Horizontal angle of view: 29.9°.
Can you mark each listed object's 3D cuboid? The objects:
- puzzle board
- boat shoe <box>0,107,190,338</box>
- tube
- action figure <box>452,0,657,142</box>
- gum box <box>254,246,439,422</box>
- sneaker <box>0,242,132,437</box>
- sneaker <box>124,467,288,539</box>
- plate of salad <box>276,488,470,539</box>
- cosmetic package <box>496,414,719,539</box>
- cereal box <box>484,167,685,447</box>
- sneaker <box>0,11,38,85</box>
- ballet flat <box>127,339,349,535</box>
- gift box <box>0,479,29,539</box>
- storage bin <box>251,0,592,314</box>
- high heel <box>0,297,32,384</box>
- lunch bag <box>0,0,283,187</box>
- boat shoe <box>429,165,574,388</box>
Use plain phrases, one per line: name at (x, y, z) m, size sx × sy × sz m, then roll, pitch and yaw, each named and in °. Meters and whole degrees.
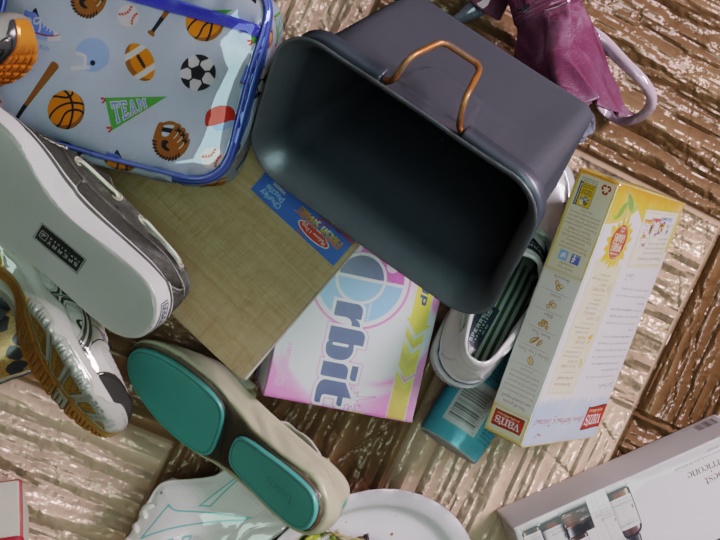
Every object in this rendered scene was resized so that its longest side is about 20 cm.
puzzle board at (-0.105, -0.045, 0.950) m, size 0.200 × 0.017 × 0.151 m, roll 42°, pitch 94°, yaw 9°
boat shoe at (-0.195, -0.041, 0.877) m, size 0.200 × 0.064 × 0.071 m, roll 46°, pitch 121°, yaw -3°
tube at (0.121, 0.052, 1.039) m, size 0.077 × 0.050 × 0.200 m, roll 38°, pitch 81°, yaw -22°
action figure at (0.139, -0.192, 0.963) m, size 0.148 × 0.134 × 0.201 m, roll -15°, pitch 91°, yaw -26°
gum box at (0.000, 0.000, 0.994) m, size 0.113 × 0.066 × 0.201 m, roll 11°, pitch 96°, yaw -12°
sneaker at (-0.198, 0.014, 0.919) m, size 0.088 × 0.076 × 0.200 m, roll -29°, pitch 85°, yaw -34°
sneaker at (-0.145, 0.203, 0.997) m, size 0.200 × 0.070 × 0.080 m, roll -31°, pitch 87°, yaw -19°
plate of salad at (0.005, 0.262, 1.027) m, size 0.199 × 0.048 × 0.201 m, roll -7°, pitch 110°, yaw -21°
cosmetic package at (0.218, 0.195, 1.076) m, size 0.199 × 0.051 × 0.083 m, roll -23°, pitch 103°, yaw -7°
cereal box at (0.168, 0.031, 0.997) m, size 0.039 × 0.144 × 0.201 m, roll 25°, pitch 99°, yaw 30°
sneaker at (-0.295, -0.157, 0.868) m, size 0.199 × 0.076 × 0.092 m, roll -5°, pitch 92°, yaw 28°
ballet flat at (-0.085, 0.115, 0.983) m, size 0.200 × 0.069 × 0.070 m, roll 41°, pitch 89°, yaw 18°
gift box at (-0.307, 0.258, 0.884) m, size 0.199 × 0.185 × 0.187 m, roll -9°, pitch 126°, yaw -16°
storage bin at (0.052, -0.098, 0.887) m, size 0.200 × 0.146 × 0.134 m, roll 35°, pitch 47°, yaw 11°
high heel at (-0.285, 0.108, 0.950) m, size 0.142 × 0.071 × 0.201 m, roll 17°, pitch 89°, yaw -12°
lunch bag at (-0.159, -0.150, 0.914) m, size 0.199 × 0.076 × 0.161 m, roll 17°, pitch 95°, yaw 5°
boat shoe at (0.118, -0.004, 0.987) m, size 0.073 × 0.067 × 0.201 m, roll 27°, pitch 71°, yaw -10°
